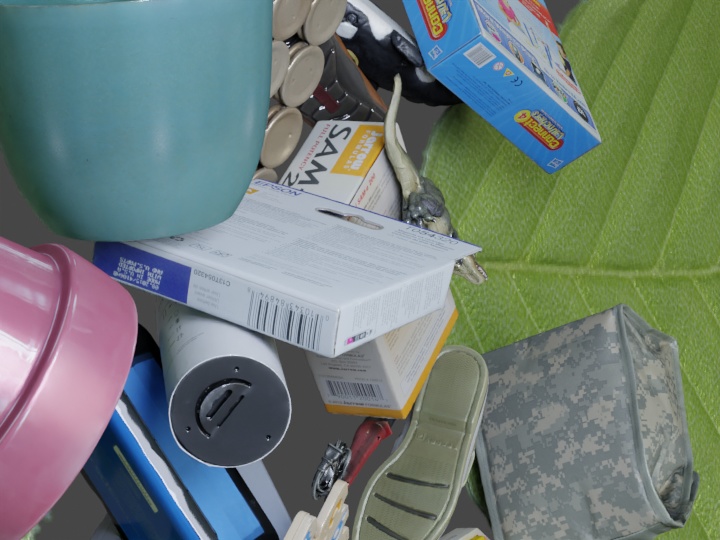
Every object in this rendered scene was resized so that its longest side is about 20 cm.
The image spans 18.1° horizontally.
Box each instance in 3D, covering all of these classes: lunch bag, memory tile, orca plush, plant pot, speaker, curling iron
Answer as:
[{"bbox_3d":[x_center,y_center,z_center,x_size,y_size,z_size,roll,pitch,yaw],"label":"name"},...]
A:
[{"bbox_3d":[0.189,0.153,1.901,0.118,0.164,0.200,32,45,-47],"label":"lunch bag"},{"bbox_3d":[-0.080,-0.122,1.633,0.153,0.017,0.200,-5,120,-59],"label":"memory tile"},{"bbox_3d":[0.017,-0.167,1.859,0.105,0.071,0.200,48,12,32],"label":"orca plush"},{"bbox_3d":[-0.258,0.046,1.308,0.179,0.200,0.200,37,53,-27],"label":"plant pot"},{"bbox_3d":[-0.149,-0.110,1.481,0.201,0.200,0.161,-26,116,-54],"label":"plant pot"},{"bbox_3d":[-0.096,0.059,1.528,0.200,0.081,0.081,-113,-179,-70],"label":"speaker"},{"bbox_3d":[0.011,0.123,1.797,0.200,0.026,0.050,-47,157,-54],"label":"curling iron"}]

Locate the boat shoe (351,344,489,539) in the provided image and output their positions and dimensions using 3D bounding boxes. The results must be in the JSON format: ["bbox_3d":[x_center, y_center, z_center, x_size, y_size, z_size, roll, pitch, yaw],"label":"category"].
[{"bbox_3d":[0.055,0.162,1.816,0.200,0.075,0.068,-63,163,-16],"label":"boat shoe"}]

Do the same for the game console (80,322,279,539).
[{"bbox_3d":[-0.119,0.119,1.495,0.118,0.171,0.200,-33,88,-27],"label":"game console"}]

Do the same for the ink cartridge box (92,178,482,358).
[{"bbox_3d":[-0.047,-0.006,1.553,0.200,0.196,0.043,-19,122,-57],"label":"ink cartridge box"}]

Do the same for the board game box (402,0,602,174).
[{"bbox_3d":[0.105,-0.207,1.903,0.200,0.056,0.196,35,29,-46],"label":"board game box"}]

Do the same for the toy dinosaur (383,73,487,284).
[{"bbox_3d":[0.046,-0.043,1.698,0.088,0.047,0.200,-81,156,-45],"label":"toy dinosaur"}]

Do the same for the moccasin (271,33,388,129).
[{"bbox_3d":[-0.040,-0.163,1.745,0.201,0.074,0.078,35,16,-51],"label":"moccasin"}]

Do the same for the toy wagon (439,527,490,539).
[{"bbox_3d":[0.093,0.318,1.875,0.155,0.040,0.200,-22,102,-54],"label":"toy wagon"}]

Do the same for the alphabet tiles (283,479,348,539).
[{"bbox_3d":[-0.055,0.247,1.585,0.200,0.015,0.196,88,26,-60],"label":"alphabet tiles"}]

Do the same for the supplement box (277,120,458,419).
[{"bbox_3d":[0.000,0.000,1.742,0.126,0.073,0.200,-60,143,-41],"label":"supplement box"}]

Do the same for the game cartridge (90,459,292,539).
[{"bbox_3d":[-0.112,0.197,1.584,0.133,0.040,0.200,61,34,-7],"label":"game cartridge"}]
